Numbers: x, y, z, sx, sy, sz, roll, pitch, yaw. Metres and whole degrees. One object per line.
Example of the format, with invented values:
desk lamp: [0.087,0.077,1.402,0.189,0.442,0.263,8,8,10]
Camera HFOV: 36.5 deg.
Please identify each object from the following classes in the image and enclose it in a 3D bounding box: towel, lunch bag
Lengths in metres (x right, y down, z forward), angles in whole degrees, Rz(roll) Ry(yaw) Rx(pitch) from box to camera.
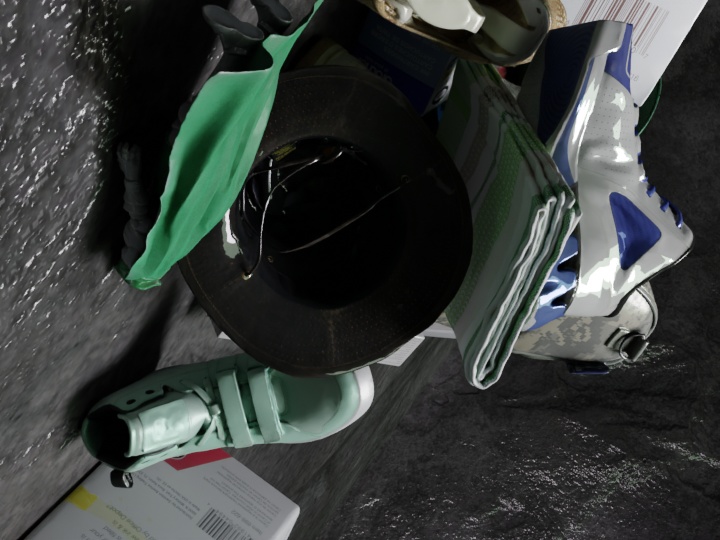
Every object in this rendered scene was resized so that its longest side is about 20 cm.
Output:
towel: [0.075,-0.040,0.735,0.201,0.030,0.150,-109,-146,-51]
lunch bag: [0.140,-0.031,0.858,0.140,0.166,0.201,-53,-151,37]

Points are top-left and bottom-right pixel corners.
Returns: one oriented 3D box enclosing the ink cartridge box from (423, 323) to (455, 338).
ink cartridge box: [0.079,-0.036,1.098,0.146,0.083,0.203,44,50,-81]

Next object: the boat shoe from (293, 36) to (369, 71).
boat shoe: [-0.021,-0.083,0.793,0.073,0.063,0.201,-50,167,-29]

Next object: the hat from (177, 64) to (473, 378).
hat: [-0.030,-0.036,0.704,0.202,0.199,0.081,-58,-158,8]

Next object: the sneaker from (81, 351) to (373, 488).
sneaker: [-0.094,0.100,0.736,0.199,0.075,0.118,-11,-173,29]

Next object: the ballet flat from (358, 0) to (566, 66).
ballet flat: [0.070,-0.164,0.698,0.198,0.065,0.071,8,123,-36]

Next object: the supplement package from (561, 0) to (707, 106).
supplement package: [0.187,-0.244,0.898,0.201,0.116,0.118,-95,-153,-55]

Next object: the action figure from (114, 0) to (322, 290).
action figure: [-0.091,-0.057,0.585,0.118,0.055,0.201,-45,171,-52]

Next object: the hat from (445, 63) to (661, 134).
hat: [0.161,-0.194,0.959,0.176,0.164,0.202,48,38,-45]

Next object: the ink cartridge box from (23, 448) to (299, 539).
ink cartridge box: [-0.163,0.224,0.828,0.200,0.145,0.084,-45,166,-46]

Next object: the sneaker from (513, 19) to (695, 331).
sneaker: [0.161,-0.056,0.719,0.080,0.114,0.202,-154,-108,-67]

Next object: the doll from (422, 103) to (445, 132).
doll: [0.064,-0.098,0.976,0.048,0.136,0.202,-15,-116,45]

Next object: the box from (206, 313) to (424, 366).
box: [-0.033,0.040,0.877,0.199,0.039,0.042,12,129,-42]

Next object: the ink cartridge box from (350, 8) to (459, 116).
ink cartridge box: [0.068,-0.204,0.810,0.136,0.076,0.201,-41,159,-54]
